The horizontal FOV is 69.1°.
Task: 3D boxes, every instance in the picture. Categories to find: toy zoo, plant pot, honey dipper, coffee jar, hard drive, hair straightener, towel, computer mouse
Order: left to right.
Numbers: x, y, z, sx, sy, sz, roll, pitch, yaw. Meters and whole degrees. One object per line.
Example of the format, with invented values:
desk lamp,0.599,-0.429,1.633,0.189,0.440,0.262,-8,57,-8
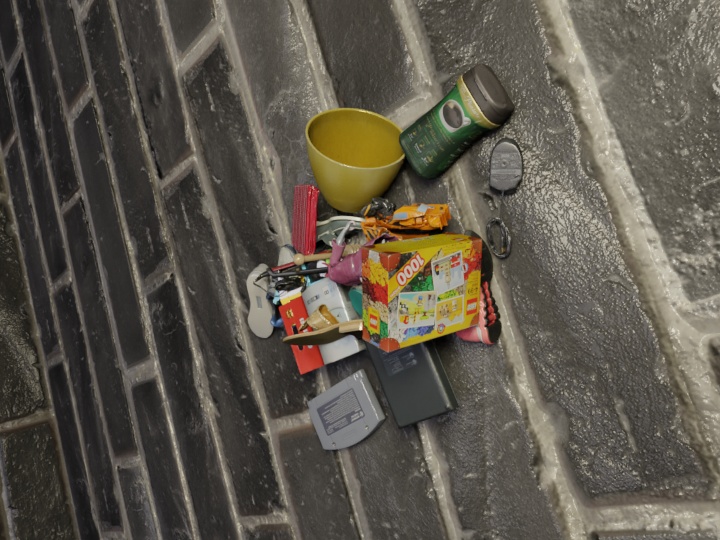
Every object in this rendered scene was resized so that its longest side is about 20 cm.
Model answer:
hair straightener,-0.144,0.016,1.147,0.196,0.041,0.079,-14,82,11
towel,-0.122,-0.111,1.132,0.200,0.022,0.148,-150,63,-71
toy zoo,-0.108,0.038,1.169,0.196,0.020,0.134,-21,80,15
honey dipper,-0.061,-0.031,1.056,0.037,0.198,0.039,4,97,37
plant pot,-0.015,-0.202,1.029,0.200,0.198,0.144,44,143,27
hard drive,0.087,0.181,0.982,0.139,0.033,0.204,-31,75,38
coffee jar,0.167,-0.258,0.917,0.199,0.085,0.106,-36,77,37
computer mouse,0.248,-0.124,0.905,0.057,0.034,0.205,7,104,22

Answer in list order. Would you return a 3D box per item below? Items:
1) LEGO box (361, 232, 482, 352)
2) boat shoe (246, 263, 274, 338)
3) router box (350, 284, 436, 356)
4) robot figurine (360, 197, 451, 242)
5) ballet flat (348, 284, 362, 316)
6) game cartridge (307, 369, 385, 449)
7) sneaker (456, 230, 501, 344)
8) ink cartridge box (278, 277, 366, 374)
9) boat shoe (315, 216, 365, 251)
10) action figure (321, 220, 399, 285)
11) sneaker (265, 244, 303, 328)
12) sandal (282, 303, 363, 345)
LEGO box,0.100,0.029,0.848,0.077,0.197,0.153,18,114,53
boat shoe,-0.244,0.075,1.301,0.070,0.069,0.204,5,125,13
router box,0.061,0.104,1.057,0.197,0.061,0.154,17,106,37
robot figurine,0.084,-0.071,0.986,0.197,0.059,0.147,1,130,36
ballet flat,0.039,0.061,0.976,0.199,0.070,0.074,-163,72,-69
game cartridge,-0.033,0.322,1.175,0.199,0.040,0.135,-37,68,36
sneaker,0.190,0.033,0.937,0.086,0.073,0.205,-9,89,41
ink cartridge box,-0.091,0.118,1.100,0.198,0.047,0.163,-26,80,30
boat shoe,-0.052,-0.076,1.124,0.198,0.072,0.063,-5,80,47
action figure,0.000,0.000,0.962,0.197,0.134,0.151,-14,42,39
sneaker,-0.179,0.041,1.236,0.076,0.084,0.205,4,97,38
sandal,-0.062,0.099,1.023,0.208,0.077,0.071,-13,66,33
